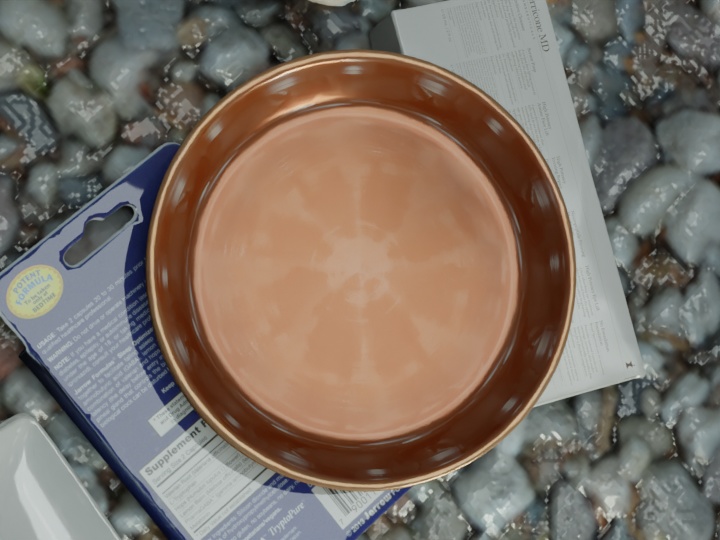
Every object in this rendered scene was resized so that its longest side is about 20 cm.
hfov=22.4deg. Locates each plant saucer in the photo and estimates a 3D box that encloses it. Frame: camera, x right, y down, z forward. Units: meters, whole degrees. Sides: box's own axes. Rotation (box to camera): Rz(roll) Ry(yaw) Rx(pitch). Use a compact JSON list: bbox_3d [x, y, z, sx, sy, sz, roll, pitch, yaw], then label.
[{"bbox_3d":[0.000,0.000,0.837,0.199,0.032,0.202,1,83,-11],"label":"plant saucer"}]

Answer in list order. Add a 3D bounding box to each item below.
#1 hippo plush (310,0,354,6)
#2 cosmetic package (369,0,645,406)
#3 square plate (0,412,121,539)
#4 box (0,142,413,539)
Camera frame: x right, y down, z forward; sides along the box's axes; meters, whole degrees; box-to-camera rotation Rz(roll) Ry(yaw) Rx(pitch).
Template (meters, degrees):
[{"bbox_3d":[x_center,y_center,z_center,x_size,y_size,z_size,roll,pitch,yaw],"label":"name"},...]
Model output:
[{"bbox_3d":[0.025,-0.201,0.876,0.160,0.200,0.160,8,112,-39],"label":"hippo plush"},{"bbox_3d":[0.071,-0.034,0.897,0.082,0.051,0.202,-13,86,-15],"label":"cosmetic package"},{"bbox_3d":[-0.159,0.189,0.770,0.198,0.028,0.201,-35,88,-42],"label":"square plate"},{"bbox_3d":[-0.070,0.052,0.849,0.121,0.032,0.200,-40,96,-19],"label":"box"}]
